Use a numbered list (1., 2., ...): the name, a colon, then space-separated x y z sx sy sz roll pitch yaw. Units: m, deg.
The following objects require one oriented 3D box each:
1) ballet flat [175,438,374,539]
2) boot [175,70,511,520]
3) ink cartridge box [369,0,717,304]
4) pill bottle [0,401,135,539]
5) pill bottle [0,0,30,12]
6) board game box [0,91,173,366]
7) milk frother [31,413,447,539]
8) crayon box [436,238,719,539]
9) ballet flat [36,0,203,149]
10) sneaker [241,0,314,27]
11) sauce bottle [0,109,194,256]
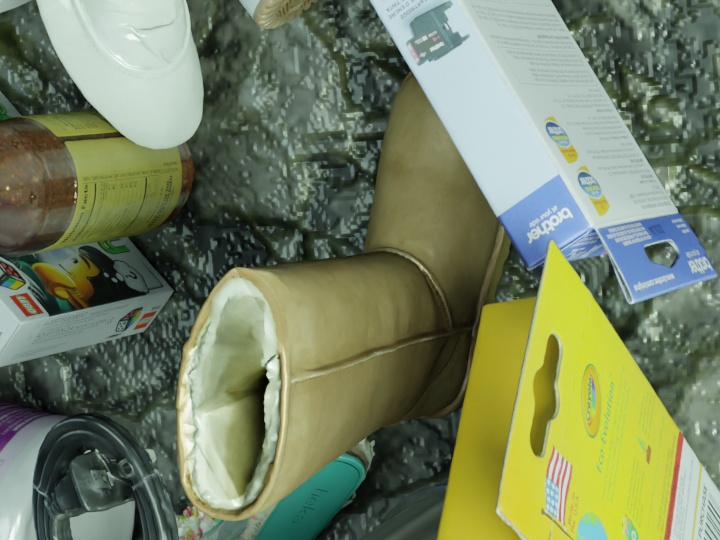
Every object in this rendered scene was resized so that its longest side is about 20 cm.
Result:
1. ballet flat: -0.066 0.130 0.975 0.200 0.075 0.064 -47 44 20
2. boot: 0.000 0.000 0.839 0.066 0.200 0.176 4 98 27
3. ink cartridge box: 0.070 -0.070 0.840 0.042 0.119 0.201 -36 79 23
4. pill bottle: -0.224 0.114 1.022 0.199 0.112 0.113 9 100 27
5. pill bottle: -0.221 -0.228 0.974 0.119 0.120 0.201 -17 84 28
6. board game box: -0.195 -0.042 0.979 0.200 0.126 0.035 48 115 15
7. milk frother: -0.025 0.136 0.868 0.180 0.188 0.201 -12 94 28
8. crayon box: 0.087 0.098 0.789 0.051 0.127 0.200 -10 136 29
9. ballet flat: -0.119 -0.152 0.915 0.069 0.069 0.201 -20 95 28
10. sneaker: -0.016 -0.215 0.889 0.109 0.070 0.200 49 118 12
11. sauce bottle: -0.153 -0.040 0.916 0.066 0.200 0.066 3 97 29
